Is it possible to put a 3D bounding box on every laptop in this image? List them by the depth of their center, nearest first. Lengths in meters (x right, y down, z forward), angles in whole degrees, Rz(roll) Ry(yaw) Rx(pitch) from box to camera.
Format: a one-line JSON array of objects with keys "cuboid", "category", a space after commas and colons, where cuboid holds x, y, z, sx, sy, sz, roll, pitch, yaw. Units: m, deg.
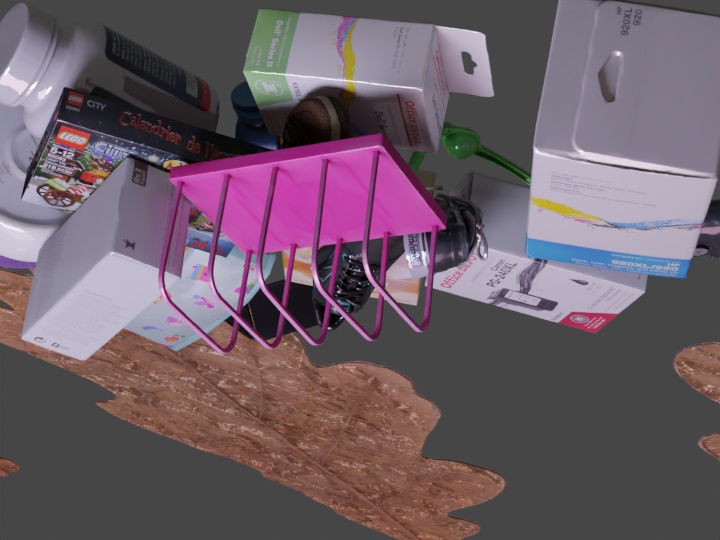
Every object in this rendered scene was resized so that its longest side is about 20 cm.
[{"cuboid": [-0.130, 0.009, 1.918, 0.200, 0.103, 0.177, 34, 162, 15], "category": "laptop"}]

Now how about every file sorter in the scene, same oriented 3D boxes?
[{"cuboid": [-0.049, -0.013, 1.290, 0.199, 0.126, 0.139, -7, 150, 25], "category": "file sorter"}]

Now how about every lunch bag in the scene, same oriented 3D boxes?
[{"cuboid": [-0.207, -0.011, 1.646, 0.170, 0.122, 0.200, 24, 148, -29], "category": "lunch bag"}]

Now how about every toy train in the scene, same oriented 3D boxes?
[{"cuboid": [-0.024, -0.124, 1.460, 0.199, 0.085, 0.116, 3, 140, 11], "category": "toy train"}]

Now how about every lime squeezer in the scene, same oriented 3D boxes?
[{"cuboid": [0.090, -0.108, 1.446, 0.199, 0.071, 0.038, -8, 145, -45], "category": "lime squeezer"}]

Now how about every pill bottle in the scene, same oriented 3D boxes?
[{"cuboid": [-0.240, -0.160, 1.412, 0.200, 0.120, 0.119, 27, 154, -32], "category": "pill bottle"}]

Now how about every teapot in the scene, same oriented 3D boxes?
[{"cuboid": [-0.324, -0.085, 1.541, 0.196, 0.201, 0.146, 15, 155, -11], "category": "teapot"}]

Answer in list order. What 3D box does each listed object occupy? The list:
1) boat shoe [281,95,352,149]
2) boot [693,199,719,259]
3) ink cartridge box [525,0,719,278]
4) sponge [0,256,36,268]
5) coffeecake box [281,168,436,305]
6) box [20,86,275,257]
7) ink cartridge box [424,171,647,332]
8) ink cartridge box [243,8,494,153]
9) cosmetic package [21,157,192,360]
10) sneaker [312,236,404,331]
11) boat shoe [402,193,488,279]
[{"cuboid": [-0.027, -0.095, 1.368, 0.075, 0.075, 0.202, -18, 160, -20], "category": "boat shoe"}, {"cuboid": [0.328, -0.055, 1.428, 0.199, 0.066, 0.165, -2, 155, 26], "category": "boot"}, {"cuboid": [0.217, -0.105, 1.263, 0.144, 0.148, 0.200, 9, 159, 8], "category": "ink cartridge box"}, {"cuboid": [-0.329, -0.024, 1.801, 0.199, 0.030, 0.112, 0, 170, 1], "category": "sponge"}, {"cuboid": [-0.004, -0.044, 1.633, 0.153, 0.073, 0.200, 11, 158, 5], "category": "coffeecake box"}, {"cuboid": [-0.188, -0.083, 1.377, 0.199, 0.038, 0.137, 16, 147, -18], "category": "box"}, {"cuboid": [0.179, -0.016, 1.588, 0.199, 0.084, 0.145, 15, 158, -8], "category": "ink cartridge box"}, {"cuboid": [0.010, -0.161, 1.342, 0.199, 0.068, 0.117, 7, 158, 13], "category": "ink cartridge box"}, {"cuboid": [-0.227, -0.006, 1.377, 0.074, 0.102, 0.200, 22, 147, -27], "category": "cosmetic package"}, {"cuboid": [0.000, 0.000, 1.535, 0.075, 0.080, 0.200, 17, 156, -11], "category": "sneaker"}, {"cuboid": [0.082, -0.036, 1.433, 0.068, 0.074, 0.199, -9, -178, 8], "category": "boat shoe"}]
